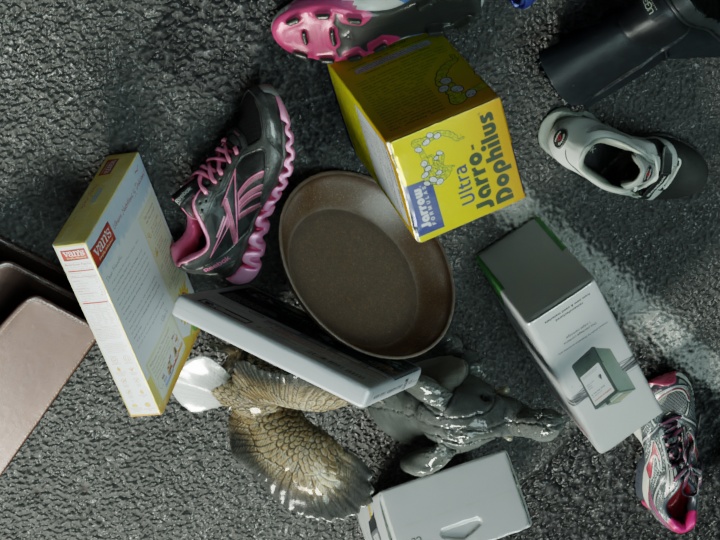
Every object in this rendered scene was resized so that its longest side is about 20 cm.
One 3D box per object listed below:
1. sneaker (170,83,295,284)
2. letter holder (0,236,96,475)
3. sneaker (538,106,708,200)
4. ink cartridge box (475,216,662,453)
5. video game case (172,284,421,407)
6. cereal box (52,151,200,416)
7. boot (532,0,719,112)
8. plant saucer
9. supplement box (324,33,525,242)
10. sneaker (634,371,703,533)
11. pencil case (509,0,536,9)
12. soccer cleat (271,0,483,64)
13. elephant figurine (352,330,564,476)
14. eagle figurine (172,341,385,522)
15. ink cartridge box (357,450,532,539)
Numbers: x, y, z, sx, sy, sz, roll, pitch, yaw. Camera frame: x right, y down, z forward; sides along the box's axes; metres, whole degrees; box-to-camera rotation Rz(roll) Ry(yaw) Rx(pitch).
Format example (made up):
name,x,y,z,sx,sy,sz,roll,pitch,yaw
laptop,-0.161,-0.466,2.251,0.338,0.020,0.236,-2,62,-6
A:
name,x,y,z,sx,sy,sz,roll,pitch,yaw
sneaker,-0.125,-0.079,1.617,0.095,0.079,0.202,3,116,-30
letter holder,-0.356,0.080,1.613,0.142,0.101,0.201,30,105,-29
sneaker,0.278,-0.101,1.754,0.198,0.089,0.075,11,112,-27
ink cartridge box,0.214,0.067,1.789,0.084,0.146,0.201,-33,125,-1
video game case,-0.055,0.067,1.618,0.199,0.182,0.024,25,100,14
cereal box,-0.209,0.013,1.607,0.039,0.144,0.201,-5,125,20
boot,0.272,-0.217,1.692,0.167,0.077,0.200,-30,163,26
plant saucer,0.000,0.000,1.666,0.199,0.202,0.037,17,144,-27
supplement box,0.056,-0.133,1.585,0.109,0.200,0.109,-23,124,-6
sneaker,0.354,0.202,1.958,0.080,0.075,0.201,-17,122,-10
pencil case,0.217,-0.299,1.624,0.198,0.078,0.087,-16,132,-12
soccer cleat,0.017,-0.245,1.594,0.198,0.087,0.070,-8,137,11
elephant figurine,0.086,0.137,1.738,0.155,0.200,0.141,-45,105,2
eagle figurine,-0.071,0.129,1.674,0.151,0.200,0.152,-47,136,4
ink cartridge box,0.083,0.255,1.814,0.146,0.200,0.086,-17,79,-10
